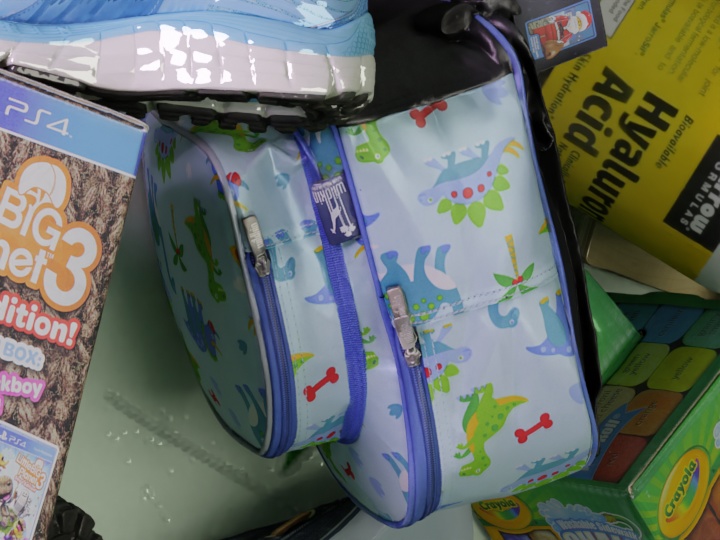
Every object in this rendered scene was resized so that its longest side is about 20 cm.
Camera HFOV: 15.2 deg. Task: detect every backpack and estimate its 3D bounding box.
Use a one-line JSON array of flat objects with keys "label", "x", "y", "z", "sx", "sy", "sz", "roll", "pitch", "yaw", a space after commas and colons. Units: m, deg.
[{"label": "backpack", "x": 0.000, "y": 0.000, "z": 1.069, "sx": 0.146, "sy": 0.183, "sz": 0.201, "roll": -21, "pitch": 105, "yaw": -13}]

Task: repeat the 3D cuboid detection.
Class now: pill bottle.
[{"label": "pill bottle", "x": 0.145, "y": -0.060, "z": 1.164, "sx": 0.200, "sy": 0.111, "sz": 0.112, "roll": 31, "pitch": 68, "yaw": 4}]

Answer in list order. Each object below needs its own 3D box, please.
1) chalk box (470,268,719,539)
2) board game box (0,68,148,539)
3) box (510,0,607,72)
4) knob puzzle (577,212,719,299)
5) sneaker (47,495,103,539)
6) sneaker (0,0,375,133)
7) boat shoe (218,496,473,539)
[{"label": "chalk box", "x": 0.134, "y": 0.090, "z": 1.217, "sx": 0.125, "sy": 0.124, "sz": 0.200, "roll": -48, "pitch": 121, "yaw": -27}, {"label": "board game box", "x": -0.178, "y": 0.030, "z": 0.930, "sx": 0.097, "sy": 0.159, "sz": 0.201, "roll": 19, "pitch": 81, "yaw": -40}, {"label": "box", "x": 0.035, "y": -0.191, "z": 1.046, "sx": 0.038, "sy": 0.137, "sz": 0.201, "roll": -20, "pitch": 119, "yaw": -11}, {"label": "knob puzzle", "x": 0.182, "y": -0.074, "z": 1.304, "sx": 0.219, "sy": 0.030, "sz": 0.221, "roll": -16, "pitch": 113, "yaw": -42}, {"label": "sneaker", "x": -0.172, "y": 0.163, "z": 1.006, "sx": 0.201, "sy": 0.085, "sz": 0.078, "roll": -62, "pitch": 147, "yaw": -2}, {"label": "sneaker", "x": -0.091, "y": -0.102, "z": 0.948, "sx": 0.199, "sy": 0.078, "sz": 0.090, "roll": 6, "pitch": 80, "yaw": -1}, {"label": "boat shoe", "x": -0.023, "y": 0.127, "z": 1.131, "sx": 0.200, "sy": 0.090, "sz": 0.071, "roll": -24, "pitch": 111, "yaw": -65}]
